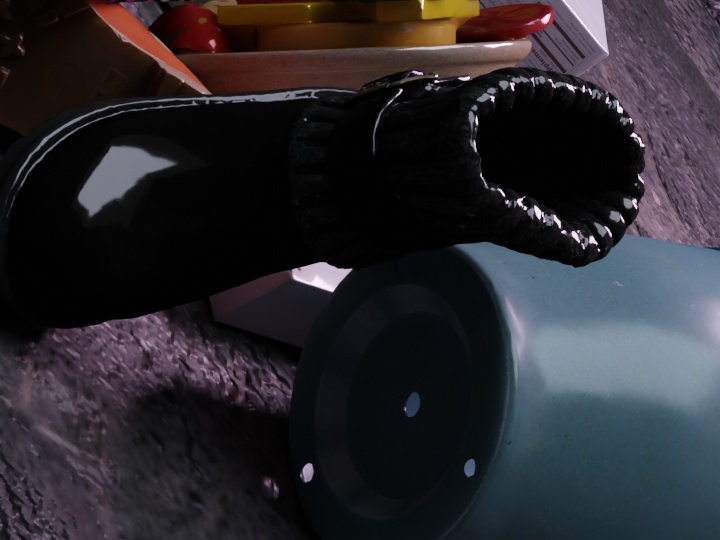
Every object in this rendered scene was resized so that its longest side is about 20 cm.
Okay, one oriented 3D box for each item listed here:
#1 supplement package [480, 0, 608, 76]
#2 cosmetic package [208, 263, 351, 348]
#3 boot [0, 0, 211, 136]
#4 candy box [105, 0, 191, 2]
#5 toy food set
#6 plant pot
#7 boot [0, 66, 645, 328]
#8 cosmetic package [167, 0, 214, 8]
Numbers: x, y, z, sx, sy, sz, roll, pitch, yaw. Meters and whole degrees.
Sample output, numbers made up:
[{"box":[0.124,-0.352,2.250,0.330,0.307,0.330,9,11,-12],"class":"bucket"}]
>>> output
[{"box":[0.082,-0.230,1.411,0.200,0.111,0.156,48,20,-16],"class":"supplement package"},{"box":[0.000,0.000,0.890,0.200,0.051,0.083,22,45,-52],"class":"cosmetic package"},{"box":[-0.133,-0.097,0.767,0.200,0.075,0.107,43,7,-23],"class":"boot"},{"box":[-0.047,-0.171,0.780,0.061,0.136,0.200,58,8,-6],"class":"candy box"},{"box":[-0.011,-0.112,0.896,0.200,0.198,0.049,-19,109,-68],"class":"toy food set"},{"box":[0.079,0.071,0.793,0.188,0.200,0.200,14,41,-39],"class":"plant pot"},{"box":[-0.016,-0.028,0.669,0.211,0.158,0.080,-21,110,-38],"class":"boot"},{"box":[-0.105,-0.231,1.038,0.200,0.071,0.105,58,19,12],"class":"cosmetic package"}]
